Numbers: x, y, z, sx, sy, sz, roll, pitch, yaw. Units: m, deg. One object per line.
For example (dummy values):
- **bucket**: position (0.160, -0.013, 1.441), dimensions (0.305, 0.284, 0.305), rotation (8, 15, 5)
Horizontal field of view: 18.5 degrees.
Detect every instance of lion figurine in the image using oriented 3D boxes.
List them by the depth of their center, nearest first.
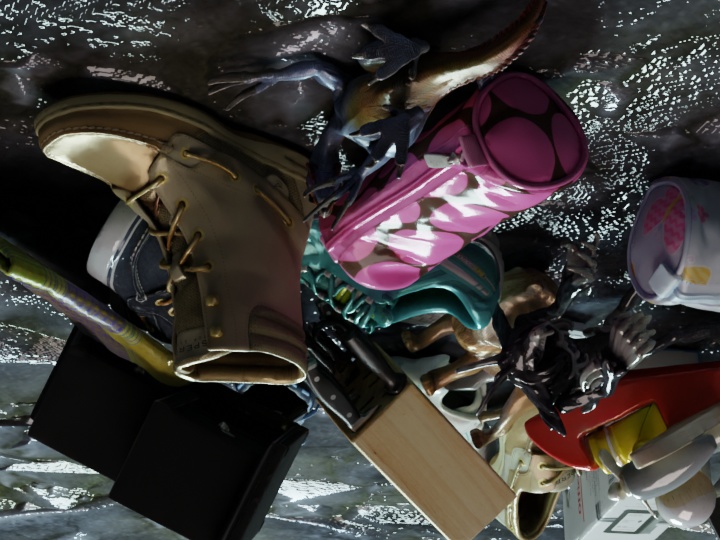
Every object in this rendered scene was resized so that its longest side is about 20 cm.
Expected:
- **lion figurine**: position (0.109, 0.061, 1.641), dimensions (0.122, 0.073, 0.200), rotation (-27, 156, 9)

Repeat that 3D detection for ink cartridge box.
- **ink cartridge box**: position (0.220, 0.150, 1.792), dimensions (0.067, 0.117, 0.200), rotation (4, 157, -10)

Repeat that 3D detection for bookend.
- **bookend**: position (-0.150, 0.115, 1.584), dimensions (0.199, 0.093, 0.199), rotation (27, -179, 4)

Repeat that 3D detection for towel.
- **towel**: position (-0.209, 0.016, 1.511), dimensions (0.143, 0.023, 0.200), rotation (28, 172, 42)

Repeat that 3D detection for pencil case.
- **pencil case**: position (0.049, -0.051, 1.362), dimensions (0.093, 0.091, 0.200), rotation (-31, 176, -37)
- **pencil case**: position (0.275, -0.004, 1.458), dimensions (0.199, 0.091, 0.083), rotation (12, 155, -21)

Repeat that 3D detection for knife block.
- **knife block**: position (0.023, 0.112, 1.625), dimensions (0.064, 0.200, 0.176), rotation (-43, 171, 0)

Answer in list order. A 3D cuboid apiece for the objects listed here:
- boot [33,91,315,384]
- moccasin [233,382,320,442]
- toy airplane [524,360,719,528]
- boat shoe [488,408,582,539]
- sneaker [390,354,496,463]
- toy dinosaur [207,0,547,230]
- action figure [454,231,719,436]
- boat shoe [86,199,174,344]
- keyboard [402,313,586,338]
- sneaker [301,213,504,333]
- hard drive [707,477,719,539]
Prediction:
- **boot**: position (-0.113, -0.016, 1.363), dimensions (0.199, 0.157, 0.073), rotation (18, 152, -35)
- **moccasin**: position (-0.076, 0.095, 1.738), dimensions (0.080, 0.069, 0.200), rotation (-1, 157, 5)
- **toy airplane**: position (0.242, 0.115, 1.594), dimensions (0.199, 0.142, 0.199), rotation (-8, -177, -21)
- **boat shoe**: position (0.152, 0.152, 1.811), dimensions (0.074, 0.067, 0.200), rotation (-25, 152, -24)
- **sneaker**: position (0.074, 0.122, 1.795), dimensions (0.080, 0.071, 0.200), rotation (-13, 153, 24)
- **toy dinosaur**: position (0.015, -0.083, 1.299), dimensions (0.199, 0.106, 0.181), rotation (-12, 177, 0)
- **action figure**: position (0.164, 0.035, 1.498), dimensions (0.199, 0.119, 0.102), rotation (-17, 144, -19)
- **boat shoe**: position (-0.124, 0.007, 1.496), dimensions (0.091, 0.071, 0.200), rotation (31, 167, 9)
- **keyboard**: position (0.075, 0.036, 1.667), dimensions (0.199, 0.011, 0.056), rotation (11, 155, -22)
- **sneaker**: position (0.000, 0.000, 1.495), dimensions (0.198, 0.080, 0.078), rotation (4, 157, -4)
- **hard drive**: position (0.365, 0.139, 1.685), dimensions (0.199, 0.038, 0.140), rotation (-27, 178, 21)
